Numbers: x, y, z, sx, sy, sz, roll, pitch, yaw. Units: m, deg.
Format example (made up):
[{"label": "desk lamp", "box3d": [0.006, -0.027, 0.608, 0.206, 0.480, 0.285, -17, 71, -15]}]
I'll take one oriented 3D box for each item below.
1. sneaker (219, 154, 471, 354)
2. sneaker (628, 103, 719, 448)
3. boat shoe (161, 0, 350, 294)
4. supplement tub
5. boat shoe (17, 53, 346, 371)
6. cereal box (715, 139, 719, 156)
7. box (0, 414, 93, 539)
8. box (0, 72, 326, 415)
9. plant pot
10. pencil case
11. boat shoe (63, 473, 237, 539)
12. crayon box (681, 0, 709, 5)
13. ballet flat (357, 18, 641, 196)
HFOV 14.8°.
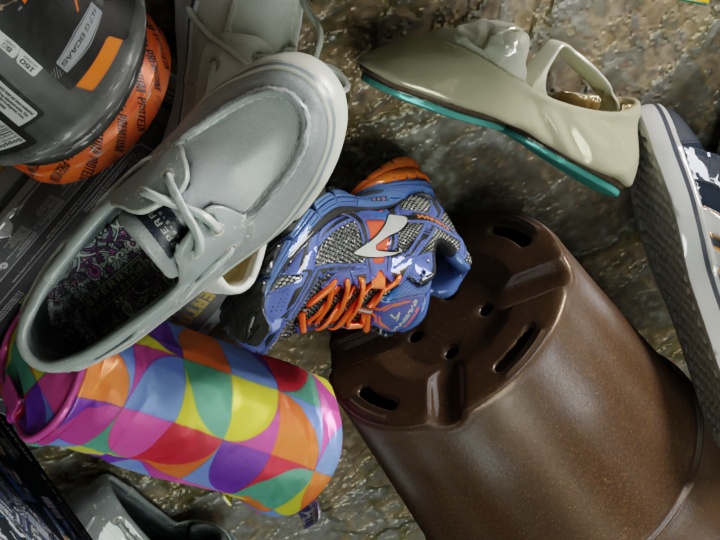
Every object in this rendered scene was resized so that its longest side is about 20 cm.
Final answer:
[{"label": "sneaker", "box3d": [0.000, 0.000, 1.436, 0.075, 0.078, 0.200, -52, 169, 35]}, {"label": "sneaker", "box3d": [0.209, -0.003, 1.549, 0.079, 0.201, 0.078, -16, 173, -11]}, {"label": "boat shoe", "box3d": [-0.051, -0.085, 1.347, 0.074, 0.086, 0.203, 10, 98, -42]}, {"label": "supplement tub", "box3d": [-0.180, -0.130, 1.257, 0.122, 0.123, 0.200, -38, 137, 9]}, {"label": "boat shoe", "box3d": [-0.085, -0.019, 1.290, 0.070, 0.072, 0.201, 46, 114, -2]}, {"label": "cereal box", "box3d": [0.259, -0.040, 1.560, 0.039, 0.144, 0.201, -19, 136, -31]}, {"label": "box", "box3d": [-0.182, 0.146, 1.419, 0.046, 0.200, 0.159, -41, 161, 7]}, {"label": "box", "box3d": [-0.137, -0.009, 1.444, 0.158, 0.048, 0.200, 25, 114, -43]}, {"label": "plant pot", "box3d": [0.091, 0.083, 1.563, 0.200, 0.201, 0.198, -35, 128, 5]}, {"label": "pencil case", "box3d": [-0.097, 0.074, 1.449, 0.199, 0.089, 0.088, 24, 115, -41]}, {"label": "boat shoe", "box3d": [-0.104, 0.180, 1.619, 0.071, 0.070, 0.201, -39, 134, 14]}, {"label": "crayon box", "box3d": [0.099, -0.200, 1.336, 0.199, 0.058, 0.120, 3, 103, -44]}, {"label": "ballet flat", "box3d": [0.081, -0.099, 1.479, 0.199, 0.070, 0.070, 21, 117, -42]}]
